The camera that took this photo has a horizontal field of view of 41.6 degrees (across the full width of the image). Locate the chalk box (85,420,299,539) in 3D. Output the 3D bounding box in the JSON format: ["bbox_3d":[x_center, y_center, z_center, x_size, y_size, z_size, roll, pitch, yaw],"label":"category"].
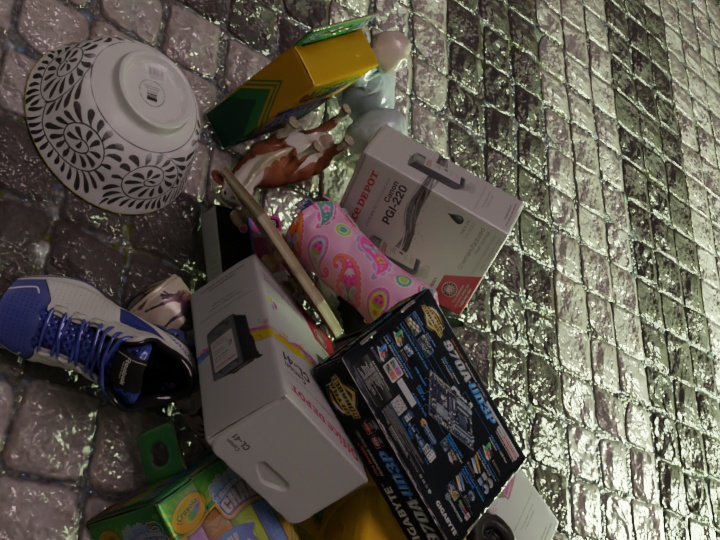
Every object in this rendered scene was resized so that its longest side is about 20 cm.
[{"bbox_3d":[-0.151,0.238,0.859,0.123,0.124,0.202,-29,92,-48],"label":"chalk box"}]

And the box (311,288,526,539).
[{"bbox_3d":[0.060,0.138,0.885,0.159,0.046,0.201,-34,95,-49],"label":"box"}]

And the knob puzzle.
[{"bbox_3d":[-0.080,0.000,0.986,0.030,0.220,0.221,-35,100,-6],"label":"knob puzzle"}]

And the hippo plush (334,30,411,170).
[{"bbox_3d":[-0.006,-0.213,1.238,0.200,0.157,0.163,-99,-178,-85],"label":"hippo plush"}]

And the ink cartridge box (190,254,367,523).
[{"bbox_3d":[-0.078,0.105,0.873,0.148,0.085,0.201,52,10,-37],"label":"ink cartridge box"}]

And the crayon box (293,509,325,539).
[{"bbox_3d":[-0.019,0.258,1.037,0.201,0.051,0.126,56,42,-11],"label":"crayon box"}]

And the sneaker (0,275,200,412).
[{"bbox_3d":[-0.223,0.065,0.829,0.197,0.115,0.081,22,89,-14],"label":"sneaker"}]

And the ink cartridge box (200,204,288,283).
[{"bbox_3d":[-0.123,0.031,1.053,0.094,0.037,0.203,8,68,-44],"label":"ink cartridge box"}]

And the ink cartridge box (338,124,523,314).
[{"bbox_3d":[0.075,-0.062,1.155,0.199,0.146,0.085,31,39,5],"label":"ink cartridge box"}]

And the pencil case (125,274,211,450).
[{"bbox_3d":[-0.164,0.107,0.943,0.201,0.089,0.078,57,14,-9],"label":"pencil case"}]

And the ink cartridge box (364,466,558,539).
[{"bbox_3d":[0.094,0.234,1.017,0.201,0.144,0.085,55,43,-12],"label":"ink cartridge box"}]

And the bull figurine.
[{"bbox_3d":[-0.084,-0.133,1.110,0.066,0.121,0.200,58,35,-3],"label":"bull figurine"}]

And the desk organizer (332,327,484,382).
[{"bbox_3d":[0.058,0.146,1.154,0.199,0.071,0.078,28,55,-34],"label":"desk organizer"}]

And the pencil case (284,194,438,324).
[{"bbox_3d":[0.000,0.000,1.092,0.200,0.088,0.087,43,37,22],"label":"pencil case"}]

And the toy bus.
[{"bbox_3d":[0.051,0.312,0.895,0.199,0.136,0.193,31,36,-11],"label":"toy bus"}]

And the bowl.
[{"bbox_3d":[-0.235,-0.169,0.988,0.199,0.094,0.203,22,57,-38],"label":"bowl"}]

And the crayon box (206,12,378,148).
[{"bbox_3d":[-0.070,-0.216,1.087,0.125,0.199,0.052,-31,93,-48],"label":"crayon box"}]

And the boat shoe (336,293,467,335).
[{"bbox_3d":[0.057,0.059,1.193,0.200,0.073,0.064,7,66,-38],"label":"boat shoe"}]
